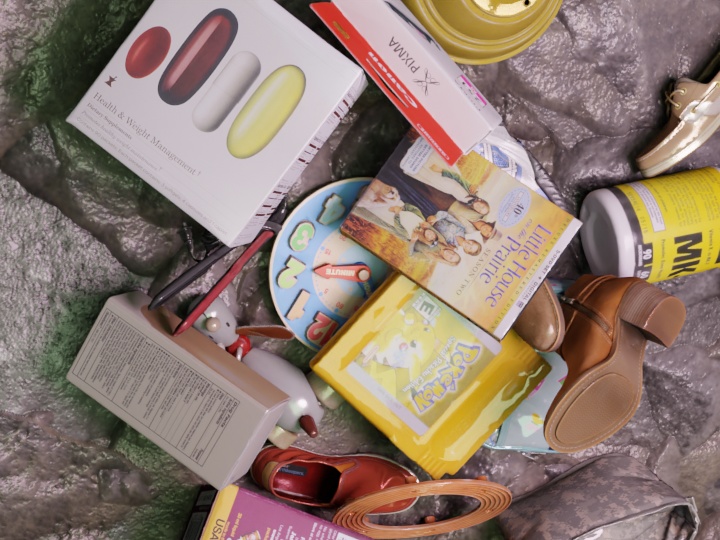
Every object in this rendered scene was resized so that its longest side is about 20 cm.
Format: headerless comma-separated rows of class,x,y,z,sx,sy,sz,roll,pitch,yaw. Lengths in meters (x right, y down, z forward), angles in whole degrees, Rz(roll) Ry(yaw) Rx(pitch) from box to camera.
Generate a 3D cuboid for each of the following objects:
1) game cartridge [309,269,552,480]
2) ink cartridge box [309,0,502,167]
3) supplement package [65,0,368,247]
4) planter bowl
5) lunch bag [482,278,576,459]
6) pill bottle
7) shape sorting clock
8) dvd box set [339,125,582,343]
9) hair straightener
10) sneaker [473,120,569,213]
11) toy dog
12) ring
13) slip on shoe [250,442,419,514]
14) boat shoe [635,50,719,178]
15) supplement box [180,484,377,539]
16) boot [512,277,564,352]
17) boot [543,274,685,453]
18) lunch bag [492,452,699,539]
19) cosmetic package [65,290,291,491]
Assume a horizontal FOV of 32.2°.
game cartridge,0.076,0.100,1.308,0.200,0.032,0.176,43,90,-14
ink cartridge box,0.049,-0.196,1.188,0.044,0.174,0.200,-41,92,17
supplement package,-0.127,-0.159,1.169,0.191,0.147,0.200,37,94,-1
planter bowl,0.135,-0.304,1.257,0.200,0.083,0.201,-4,106,-14
lunch bag,0.192,0.109,1.390,0.160,0.077,0.200,5,99,-16
pill bottle,0.354,-0.051,1.370,0.200,0.114,0.114,-13,108,-11
shape sorting clock,0.000,0.000,1.332,0.200,0.039,0.200,-4,107,-14
dvd box set,0.100,-0.042,1.254,0.200,0.029,0.146,36,86,10
hair straightener,-0.144,-0.027,1.249,0.077,0.041,0.200,44,64,-4
sneaker,0.145,-0.109,1.327,0.077,0.076,0.200,-44,102,7
toy dog,-0.102,0.116,1.308,0.200,0.096,0.132,25,98,-20
ring,0.067,0.258,1.368,0.200,0.200,0.019,0,61,-15
slip on shoe,-0.024,0.237,1.382,0.200,0.061,0.074,15,100,-21
boat shoe,0.369,-0.186,1.364,0.200,0.074,0.066,-44,99,-1
supplement box,-0.084,0.305,1.322,0.200,0.131,0.103,24,73,-12
boot,0.135,0.007,1.291,0.075,0.200,0.074,-7,143,-40
boot,0.228,0.089,1.273,0.200,0.155,0.074,-47,114,-10
lunch bag,0.274,0.298,1.422,0.200,0.164,0.118,-27,105,-5
cosmetic package,-0.182,0.117,1.248,0.200,0.071,0.105,35,104,10
